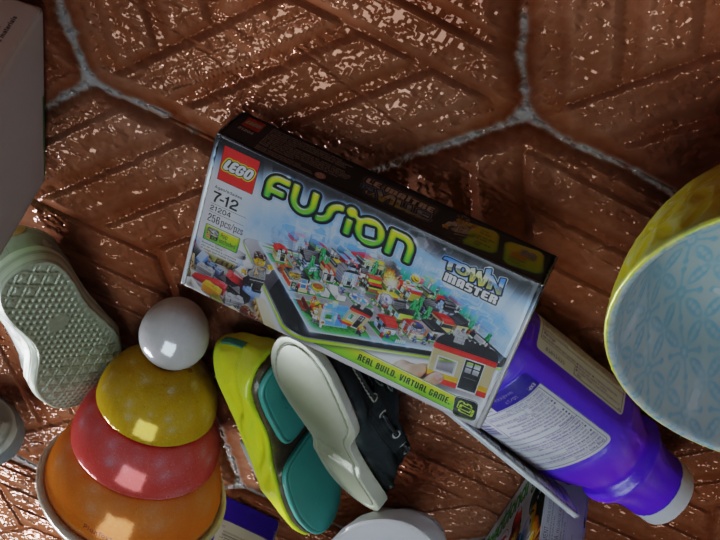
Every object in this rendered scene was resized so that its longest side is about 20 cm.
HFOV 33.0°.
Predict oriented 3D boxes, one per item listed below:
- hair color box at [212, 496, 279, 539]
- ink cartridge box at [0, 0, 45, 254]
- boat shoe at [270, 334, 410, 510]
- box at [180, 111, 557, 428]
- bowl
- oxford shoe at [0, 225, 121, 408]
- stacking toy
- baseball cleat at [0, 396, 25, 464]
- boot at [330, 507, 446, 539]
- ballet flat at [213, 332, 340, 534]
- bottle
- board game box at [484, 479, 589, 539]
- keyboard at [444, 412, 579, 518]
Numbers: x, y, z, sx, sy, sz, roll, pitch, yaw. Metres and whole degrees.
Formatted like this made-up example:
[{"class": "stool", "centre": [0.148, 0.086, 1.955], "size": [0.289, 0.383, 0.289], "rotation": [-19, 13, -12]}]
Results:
[{"class": "hair color box", "centre": [-0.152, 0.293, 1.090], "size": [0.065, 0.110, 0.200], "rotation": [29, 140, -17]}, {"class": "ink cartridge box", "centre": [-0.289, -0.103, 0.695], "size": [0.199, 0.084, 0.145], "rotation": [18, 141, 0]}, {"class": "boat shoe", "centre": [-0.002, 0.089, 0.832], "size": [0.074, 0.066, 0.200], "rotation": [27, 153, 38]}, {"class": "box", "centre": [0.000, 0.000, 0.696], "size": [0.199, 0.035, 0.111], "rotation": [25, 125, 9]}, {"class": "bowl", "centre": [0.227, 0.000, 0.606], "size": [0.199, 0.108, 0.201], "rotation": [11, 141, 9]}, {"class": "oxford shoe", "centre": [-0.219, 0.033, 0.858], "size": [0.058, 0.075, 0.200], "rotation": [48, 162, 29]}, {"class": "stacking toy", "centre": [-0.146, 0.102, 0.877], "size": [0.145, 0.146, 0.201], "rotation": [21, 124, -4]}, {"class": "baseball cleat", "centre": [-0.337, 0.150, 1.037], "size": [0.199, 0.070, 0.107], "rotation": [-1, 145, 36]}, {"class": "boot", "centre": [0.019, 0.212, 0.951], "size": [0.074, 0.095, 0.200], "rotation": [52, 137, 0]}, {"class": "ballet flat", "centre": [-0.064, 0.118, 0.899], "size": [0.067, 0.067, 0.201], "rotation": [20, 143, 32]}, {"class": "bottle", "centre": [0.136, 0.096, 0.787], "size": [0.200, 0.066, 0.083], "rotation": [37, 140, -22]}, {"class": "board game box", "centre": [0.118, 0.227, 0.899], "size": [0.034, 0.127, 0.201], "rotation": [17, 141, -1]}, {"class": "keyboard", "centre": [0.063, 0.092, 0.795], "size": [0.200, 0.011, 0.056], "rotation": [39, 180, -6]}]
